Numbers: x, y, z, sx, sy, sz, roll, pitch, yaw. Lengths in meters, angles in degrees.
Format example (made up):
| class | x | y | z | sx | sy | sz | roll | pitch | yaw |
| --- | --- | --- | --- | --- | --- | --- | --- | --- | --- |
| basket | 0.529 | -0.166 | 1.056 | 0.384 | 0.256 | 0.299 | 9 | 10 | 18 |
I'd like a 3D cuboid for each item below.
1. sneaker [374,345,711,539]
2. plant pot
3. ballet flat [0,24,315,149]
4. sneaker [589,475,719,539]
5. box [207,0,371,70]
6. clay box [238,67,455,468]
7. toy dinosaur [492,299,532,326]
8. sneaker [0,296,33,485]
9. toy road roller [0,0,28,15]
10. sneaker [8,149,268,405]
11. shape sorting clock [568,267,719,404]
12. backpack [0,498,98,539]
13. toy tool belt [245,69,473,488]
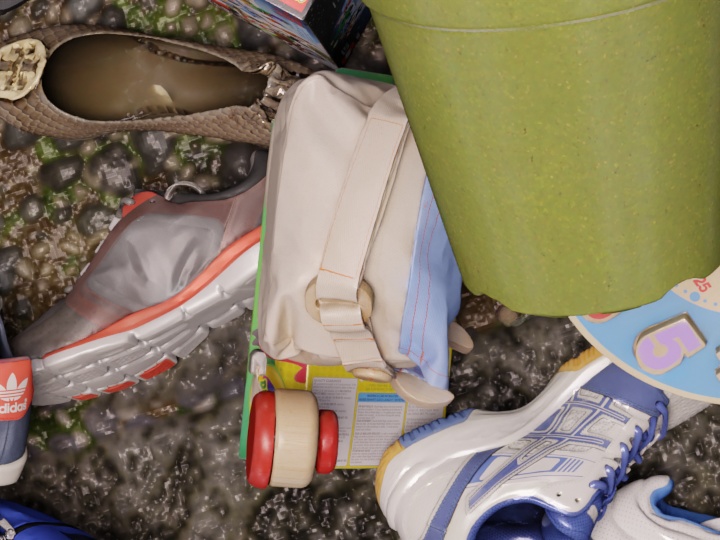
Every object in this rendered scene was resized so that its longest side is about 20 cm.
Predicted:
| class | x | y | z | sx | sy | sz | roll | pitch | yaw |
| --- | --- | --- | --- | --- | --- | --- | --- | --- | --- |
| sneaker | 0.111 | 0.100 | 1.283 | 0.200 | 0.075 | 0.088 | -26 | 54 | -4 |
| plant pot | 0.089 | -0.088 | 1.087 | 0.200 | 0.200 | 0.190 | -7 | 113 | 7 |
| ballet flat | -0.111 | -0.098 | 1.328 | 0.200 | 0.046 | 0.068 | 9 | 76 | 15 |
| sneaker | 0.180 | 0.200 | 1.296 | 0.200 | 0.081 | 0.146 | 43 | 100 | 10 |
| box | -0.069 | -0.157 | 1.258 | 0.136 | 0.200 | 0.038 | 28 | 90 | 6 |
| clay box | 0.000 | 0.000 | 1.296 | 0.048 | 0.115 | 0.200 | 6 | 91 | 41 |
| toy dinosaur | 0.082 | -0.059 | 1.284 | 0.047 | 0.200 | 0.088 | -16 | 51 | -9 |
| sneaker | -0.229 | 0.028 | 1.306 | 0.200 | 0.075 | 0.085 | 37 | 121 | 36 |
| toy road roller | -0.260 | -0.166 | 1.307 | 0.200 | 0.146 | 0.123 | -36 | 87 | 6 |
| sneaker | -0.114 | 0.003 | 1.341 | 0.200 | 0.077 | 0.082 | -27 | 71 | 0 |
| shape sorting clock | 0.178 | -0.028 | 1.183 | 0.200 | 0.039 | 0.200 | 2 | 108 | 7 |
| backpack | -0.173 | 0.211 | 1.268 | 0.200 | 0.162 | 0.168 | 24 | 93 | 28 |
| toy tool belt | 0.016 | 0.008 | 1.189 | 0.123 | 0.125 | 0.200 | 5 | 93 | -7 |
